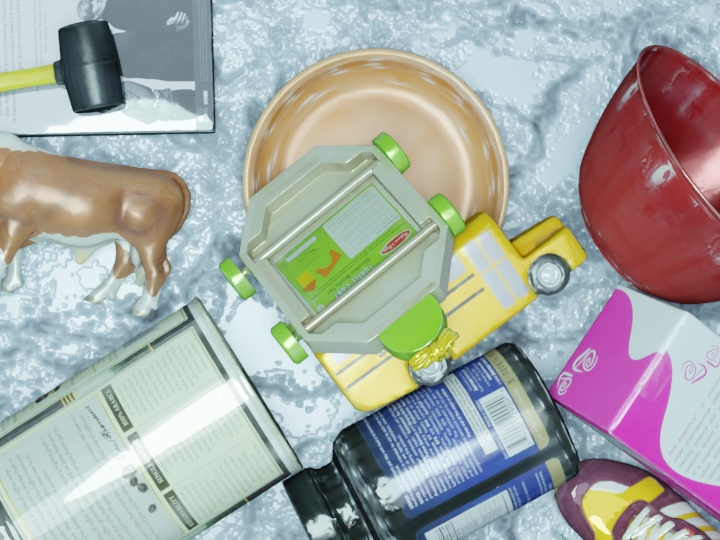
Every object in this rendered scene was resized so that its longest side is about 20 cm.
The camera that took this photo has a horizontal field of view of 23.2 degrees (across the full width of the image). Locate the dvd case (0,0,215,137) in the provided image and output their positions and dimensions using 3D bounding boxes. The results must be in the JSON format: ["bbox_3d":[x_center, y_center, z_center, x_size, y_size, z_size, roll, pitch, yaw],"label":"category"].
[{"bbox_3d":[-0.209,-0.175,1.301,0.199,0.025,0.151,-1,90,-4],"label":"dvd case"}]

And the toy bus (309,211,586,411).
[{"bbox_3d":[0.063,0.024,1.266,0.200,0.065,0.078,-37,93,-2],"label":"toy bus"}]

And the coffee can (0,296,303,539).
[{"bbox_3d":[-0.162,0.133,1.243,0.199,0.146,0.147,-32,92,-4],"label":"coffee can"}]

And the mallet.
[{"bbox_3d":[-0.272,-0.144,1.269,0.199,0.041,0.066,-2,92,0],"label":"mallet"}]

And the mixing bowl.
[{"bbox_3d":[0.229,-0.051,1.269,0.108,0.200,0.200,-39,93,29],"label":"mixing bowl"}]

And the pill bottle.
[{"bbox_3d":[0.050,0.145,1.277,0.199,0.112,0.112,-27,92,-4],"label":"pill bottle"}]

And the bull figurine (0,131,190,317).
[{"bbox_3d":[-0.224,-0.039,1.272,0.199,0.065,0.122,9,95,-12],"label":"bull figurine"}]

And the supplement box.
[{"bbox_3d":[0.250,0.111,1.269,0.200,0.103,0.101,36,87,-25],"label":"supplement box"}]

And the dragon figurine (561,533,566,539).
[{"bbox_3d":[0.092,0.239,1.307,0.199,0.059,0.100,10,89,-5],"label":"dragon figurine"}]

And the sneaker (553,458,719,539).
[{"bbox_3d":[0.236,0.207,1.302,0.199,0.090,0.075,32,88,-4],"label":"sneaker"}]

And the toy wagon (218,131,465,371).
[{"bbox_3d":[0.000,0.000,1.226,0.155,0.040,0.200,-39,60,-3],"label":"toy wagon"}]

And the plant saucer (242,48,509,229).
[{"bbox_3d":[0.011,-0.064,1.312,0.199,0.037,0.202,0,89,-5],"label":"plant saucer"}]
